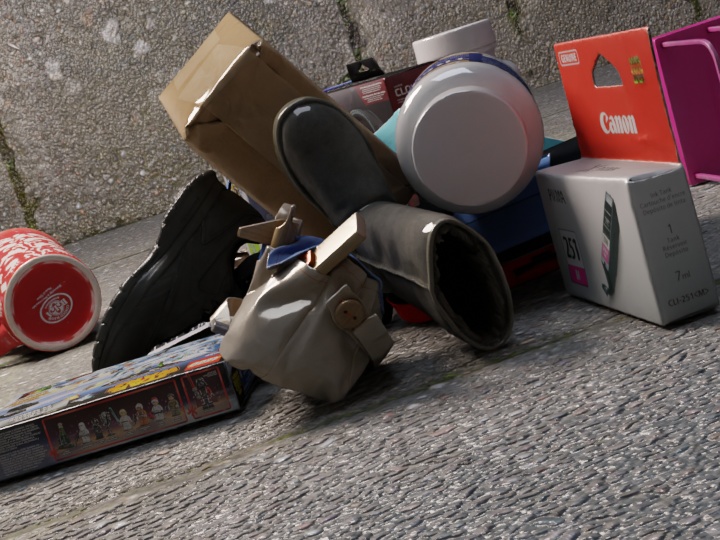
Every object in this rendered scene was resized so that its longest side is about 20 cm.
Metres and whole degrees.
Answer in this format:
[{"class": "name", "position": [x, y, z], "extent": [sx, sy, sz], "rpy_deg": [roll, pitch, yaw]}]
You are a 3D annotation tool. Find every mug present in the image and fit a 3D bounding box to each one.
[{"class": "mug", "position": [-0.374, 0.046, 1.744], "extent": [0.133, 0.179, 0.200], "rpy_deg": [18, -2, -23]}]

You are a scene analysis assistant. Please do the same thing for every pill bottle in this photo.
[{"class": "pill bottle", "position": [0.082, -0.104, 1.159], "extent": [0.110, 0.112, 0.200], "rpy_deg": [-17, 10, 7]}, {"class": "pill bottle", "position": [0.121, -0.147, 1.554], "extent": [0.110, 0.201, 0.111], "rpy_deg": [-17, 8, 3]}]

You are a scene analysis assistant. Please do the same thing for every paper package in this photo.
[{"class": "paper package", "position": [-0.062, -0.110, 1.282], "extent": [0.104, 0.190, 0.200], "rpy_deg": [-50, 20, 3]}]

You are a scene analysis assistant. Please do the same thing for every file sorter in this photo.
[{"class": "file sorter", "position": [0.386, -0.168, 1.362], "extent": [0.199, 0.140, 0.125], "rpy_deg": [-19, 11, -9]}]

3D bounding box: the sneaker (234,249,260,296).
[{"class": "sneaker", "position": [-0.071, 0.012, 1.430], "extent": [0.090, 0.076, 0.200], "rpy_deg": [-31, 5, -21]}]

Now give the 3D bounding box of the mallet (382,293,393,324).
[{"class": "mallet", "position": [0.000, 0.000, 1.290], "extent": [0.065, 0.041, 0.200], "rpy_deg": [-15, 20, 12]}]

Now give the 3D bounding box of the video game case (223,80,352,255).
[{"class": "video game case", "position": [-0.042, -0.094, 1.619], "extent": [0.199, 0.182, 0.045], "rpy_deg": [-22, 9, -29]}]

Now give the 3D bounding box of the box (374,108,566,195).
[{"class": "box", "position": [0.111, -0.095, 1.404], "extent": [0.199, 0.050, 0.082], "rpy_deg": [9, -18, -19]}]

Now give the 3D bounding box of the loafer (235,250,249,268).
[{"class": "loafer", "position": [-0.168, 0.008, 1.603], "extent": [0.073, 0.072, 0.200], "rpy_deg": [-13, 9, 29]}]

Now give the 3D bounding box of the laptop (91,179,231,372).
[{"class": "laptop", "position": [-0.180, -0.008, 1.411], "extent": [0.199, 0.116, 0.187], "rpy_deg": [-26, 14, 3]}]

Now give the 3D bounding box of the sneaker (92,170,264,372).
[{"class": "sneaker", "position": [-0.149, 0.020, 1.262], "extent": [0.201, 0.090, 0.076], "rpy_deg": [-57, 5, 0]}]

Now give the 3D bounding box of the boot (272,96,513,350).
[{"class": "boot", "position": [0.019, -0.037, 1.067], "extent": [0.072, 0.182, 0.200], "rpy_deg": [-38, 17, -2]}]

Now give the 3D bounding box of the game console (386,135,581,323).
[{"class": "game console", "position": [0.114, -0.041, 1.210], "extent": [0.199, 0.031, 0.177], "rpy_deg": [-23, 28, 16]}]

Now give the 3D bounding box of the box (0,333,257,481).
[{"class": "box", "position": [-0.177, 0.098, 1.135], "extent": [0.199, 0.040, 0.137], "rpy_deg": [-17, 7, 7]}]

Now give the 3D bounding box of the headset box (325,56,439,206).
[{"class": "headset box", "position": [0.032, -0.113, 1.527], "extent": [0.077, 0.201, 0.148], "rpy_deg": [-22, 10, -32]}]

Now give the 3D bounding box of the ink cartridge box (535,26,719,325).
[{"class": "ink cartridge box", "position": [0.159, -0.063, 1.003], "extent": [0.043, 0.175, 0.200], "rpy_deg": [-18, 8, -7]}]

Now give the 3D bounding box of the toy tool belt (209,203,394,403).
[{"class": "toy tool belt", "position": [-0.033, 0.010, 1.065], "extent": [0.124, 0.124, 0.200], "rpy_deg": [21, 4, -11]}]

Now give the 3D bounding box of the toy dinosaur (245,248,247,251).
[{"class": "toy dinosaur", "position": [-0.115, -0.042, 1.877], "extent": [0.101, 0.059, 0.200], "rpy_deg": [-21, 9, -31]}]
